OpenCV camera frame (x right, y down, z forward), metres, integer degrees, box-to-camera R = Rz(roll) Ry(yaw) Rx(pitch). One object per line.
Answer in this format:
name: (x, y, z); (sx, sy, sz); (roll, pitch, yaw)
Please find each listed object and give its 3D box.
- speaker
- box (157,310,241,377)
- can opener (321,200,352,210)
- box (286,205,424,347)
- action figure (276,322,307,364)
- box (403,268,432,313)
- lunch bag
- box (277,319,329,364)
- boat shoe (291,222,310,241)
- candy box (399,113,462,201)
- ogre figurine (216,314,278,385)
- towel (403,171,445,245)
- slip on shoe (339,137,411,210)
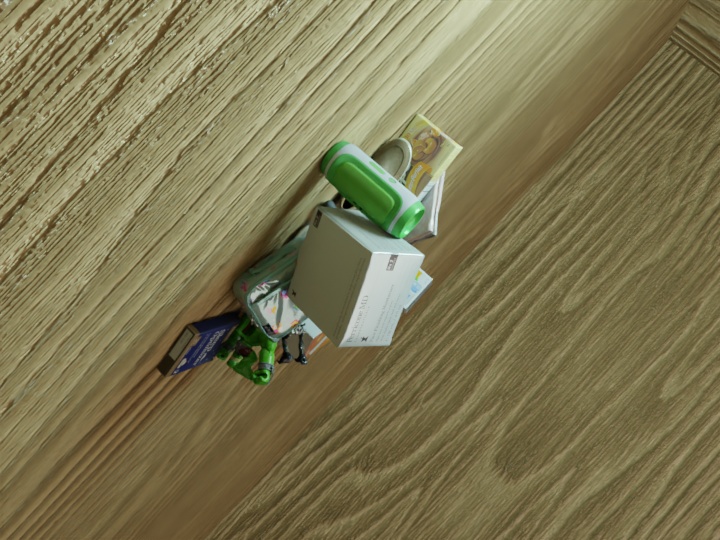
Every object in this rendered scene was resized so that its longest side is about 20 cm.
speaker: (0.021, -0.149, 1.419); (0.088, 0.200, 0.088); (-45, 167, -14)
box: (-0.319, 0.147, 1.584); (0.121, 0.032, 0.200); (-52, 167, 19)
can opener: (-0.059, -0.096, 1.645); (0.053, 0.067, 0.200); (-26, 169, -19)
box: (-0.015, 0.011, 1.440); (0.131, 0.200, 0.199); (2, 117, -39)
action figure: (-0.166, 0.122, 1.852); (0.119, 0.102, 0.200); (0, 95, -37)
box: (0.084, 0.005, 2.082); (0.113, 0.200, 0.101); (-48, 171, -6)
lunch bag: (-0.149, 0.034, 1.546); (0.200, 0.077, 0.160); (-37, 135, -15)
box: (-0.116, 0.138, 2.063); (0.200, 0.097, 0.124); (-34, 162, -44)
boat shoe: (-0.127, -0.024, 1.632); (0.060, 0.072, 0.200); (-100, -156, -53)
candy box: (0.114, -0.226, 1.683); (0.200, 0.115, 0.055); (-52, 165, 20)
ogre figurine: (-0.235, 0.164, 1.652); (0.120, 0.098, 0.200); (-63, -161, -4)
towel: (0.112, -0.137, 1.761); (0.200, 0.032, 0.191); (-22, -130, 48)
slip on shoe: (0.029, -0.195, 1.609); (0.200, 0.076, 0.061); (-43, 174, 13)
